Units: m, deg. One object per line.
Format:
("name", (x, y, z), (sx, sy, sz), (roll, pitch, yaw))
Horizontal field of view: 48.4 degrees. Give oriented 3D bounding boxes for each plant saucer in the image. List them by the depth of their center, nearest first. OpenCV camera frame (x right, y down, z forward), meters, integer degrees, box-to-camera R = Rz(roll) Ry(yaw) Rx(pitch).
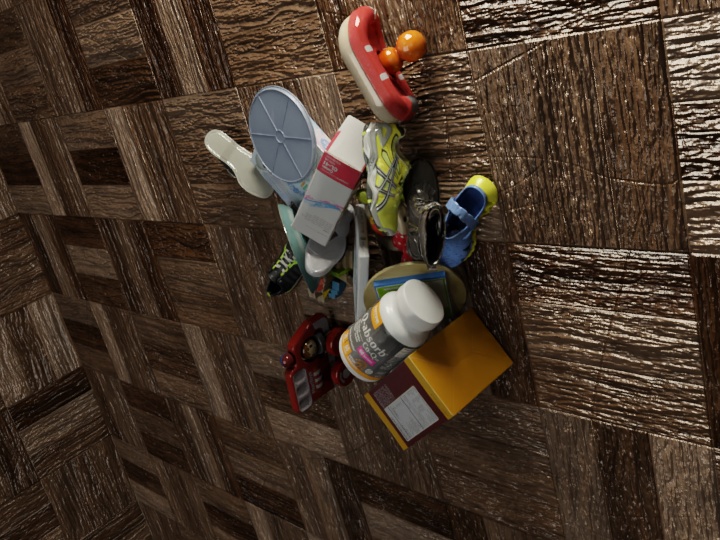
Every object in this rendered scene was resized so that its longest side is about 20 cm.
("plant saucer", (-0.126, -0.050, 1.698), (0.200, 0.027, 0.203), (158, 91, -90))

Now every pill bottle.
("pill bottle", (0.057, 0.111, 1.485), (0.117, 0.116, 0.200), (52, 127, 9))

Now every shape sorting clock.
("shape sorting clock", (0.103, 0.048, 1.532), (0.196, 0.040, 0.202), (0, 136, 0))

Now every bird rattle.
("bird rattle", (0.069, -0.096, 1.544), (0.202, 0.112, 0.162), (61, 159, -18))

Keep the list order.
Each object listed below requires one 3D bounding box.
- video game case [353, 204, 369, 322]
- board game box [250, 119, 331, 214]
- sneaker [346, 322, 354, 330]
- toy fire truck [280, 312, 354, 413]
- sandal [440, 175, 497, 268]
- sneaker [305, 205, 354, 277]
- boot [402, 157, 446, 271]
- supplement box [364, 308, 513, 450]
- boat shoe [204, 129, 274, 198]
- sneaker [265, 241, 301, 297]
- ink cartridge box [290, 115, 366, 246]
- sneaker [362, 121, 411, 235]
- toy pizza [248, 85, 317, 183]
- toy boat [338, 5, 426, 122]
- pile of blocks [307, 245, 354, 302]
("video game case", (0.000, 0.000, 1.620), (0.023, 0.183, 0.203), (1, 126, -3))
("board game box", (-0.137, -0.236, 1.698), (0.201, 0.043, 0.200), (49, 141, 14))
("sneaker", (0.029, 0.166, 1.733), (0.198, 0.099, 0.076), (19, 130, 42))
("toy fire truck", (-0.110, 0.212, 1.865), (0.111, 0.167, 0.203), (15, 125, 41))
("sandal", (0.170, -0.077, 1.422), (0.079, 0.087, 0.202), (38, 140, 21))
("sneaker", (-0.064, -0.041, 1.640), (0.074, 0.202, 0.115), (18, 140, 5))
("boot", (0.118, -0.101, 1.381), (0.174, 0.068, 0.204), (-165, 73, -85))
("supplement box", (0.148, 0.210, 1.545), (0.133, 0.196, 0.200), (52, 142, 8))
("boat shoe", (-0.274, -0.242, 1.837), (0.199, 0.074, 0.060), (39, -178, 1))
("sneaker", (-0.173, 0.001, 1.865), (0.072, 0.082, 0.201), (44, 140, 17))
("ink cartridge box", (-0.045, -0.170, 1.523), (0.085, 0.148, 0.201), (29, 131, -3))
("sneaker", (0.051, -0.159, 1.403), (0.075, 0.076, 0.203), (-3, 108, 14))
("toy pizza", (-0.154, -0.277, 1.633), (0.198, 0.032, 0.203), (24, 127, 35))
("toy boat", (0.053, -0.360, 1.360), (0.130, 0.130, 0.202), (-30, 92, 22))
("pile of blocks", (-0.067, 0.021, 1.777), (0.082, 0.062, 0.201), (45, 141, 18))
